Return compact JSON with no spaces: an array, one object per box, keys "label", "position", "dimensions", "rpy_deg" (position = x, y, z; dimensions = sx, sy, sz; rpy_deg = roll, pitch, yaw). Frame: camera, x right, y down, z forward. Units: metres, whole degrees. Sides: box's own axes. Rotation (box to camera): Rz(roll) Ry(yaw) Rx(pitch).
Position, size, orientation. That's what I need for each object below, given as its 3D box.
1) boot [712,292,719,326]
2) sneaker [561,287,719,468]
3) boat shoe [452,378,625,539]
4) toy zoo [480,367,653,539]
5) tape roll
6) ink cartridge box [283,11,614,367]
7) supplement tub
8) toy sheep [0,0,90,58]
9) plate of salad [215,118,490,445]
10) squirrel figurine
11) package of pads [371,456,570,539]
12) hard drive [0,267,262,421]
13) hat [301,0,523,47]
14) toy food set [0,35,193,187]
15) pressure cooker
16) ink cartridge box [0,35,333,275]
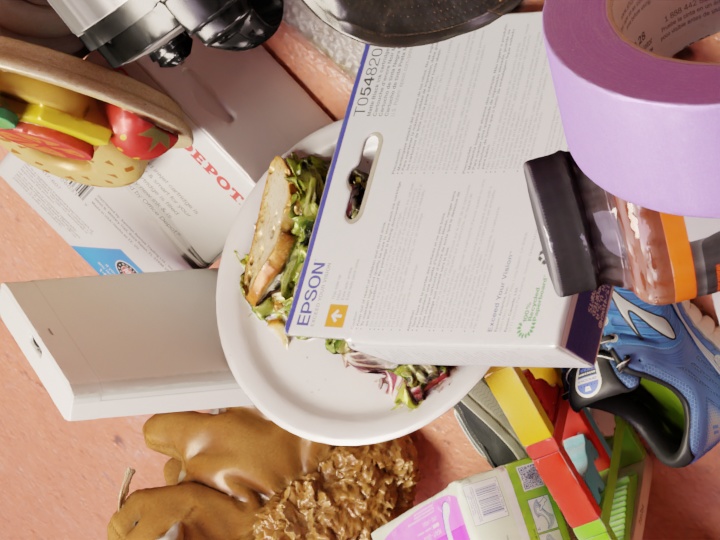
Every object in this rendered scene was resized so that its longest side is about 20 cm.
[{"label":"boot","position":[0.248,0.023,1.458],"dimensions":[0.095,0.074,0.201],"rpy_deg":[8,135,22]},{"label":"sneaker","position":[0.145,0.030,1.532],"dimensions":[0.200,0.089,0.078],"rpy_deg":[48,142,-6]},{"label":"boat shoe","position":[0.109,0.104,1.671],"dimensions":[0.200,0.072,0.068],"rpy_deg":[53,168,-18]},{"label":"toy zoo","position":[0.116,0.073,1.573],"dimensions":[0.020,0.131,0.201],"rpy_deg":[-22,112,22]},{"label":"tape roll","position":[0.189,-0.109,1.261],"dimensions":[0.199,0.200,0.066],"rpy_deg":[13,135,35]},{"label":"ink cartridge box","position":[0.065,-0.045,1.457],"dimensions":[0.199,0.201,0.041],"rpy_deg":[2,160,43]},{"label":"supplement tub","position":[0.185,-0.045,1.324],"dimensions":[0.199,0.107,0.107],"rpy_deg":[-16,124,1]},{"label":"toy sheep","position":[-0.208,-0.184,1.631],"dimensions":[0.138,0.138,0.200],"rpy_deg":[46,159,-3]},{"label":"plate of salad","position":[0.000,0.000,1.528],"dimensions":[0.199,0.201,0.048],"rpy_deg":[19,172,30]},{"label":"squirrel figurine","position":[-0.066,0.156,1.775],"dimensions":[0.199,0.187,0.142],"rpy_deg":[25,140,23]},{"label":"package of pads","position":[0.079,0.212,1.645],"dimensions":[0.200,0.068,0.156],"rpy_deg":[134,119,-69]},{"label":"hard drive","position":[-0.104,0.041,1.610],"dimensions":[0.132,0.199,0.026],"rpy_deg":[49,136,50]},{"label":"hat","position":[0.024,-0.217,1.403],"dimensions":[0.200,0.201,0.081],"rpy_deg":[41,-173,4]},{"label":"toy food set","position":[-0.194,-0.095,1.546],"dimensions":[0.197,0.049,0.200],"rpy_deg":[18,174,-26]},{"label":"pressure cooker","position":[-0.112,-0.208,1.472],"dimensions":[0.200,0.176,0.178],"rpy_deg":[52,146,-10]},{"label":"ink cartridge box","position":[-0.124,-0.077,1.689],"dimensions":[0.146,0.084,0.200],"rpy_deg":[46,143,-4]}]
